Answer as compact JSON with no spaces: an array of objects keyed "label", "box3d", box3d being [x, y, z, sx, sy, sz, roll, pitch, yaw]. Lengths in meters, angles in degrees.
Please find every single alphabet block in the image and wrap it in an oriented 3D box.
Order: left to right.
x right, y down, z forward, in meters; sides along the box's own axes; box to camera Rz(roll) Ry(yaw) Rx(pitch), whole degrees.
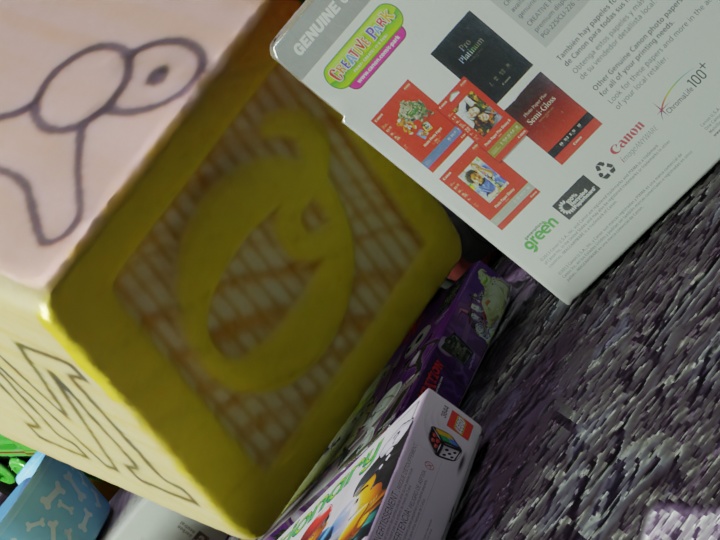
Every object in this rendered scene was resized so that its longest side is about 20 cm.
[{"label":"alphabet block","box3d":[-0.107,-0.019,1.217,0.199,0.197,0.196,18,65,44]}]

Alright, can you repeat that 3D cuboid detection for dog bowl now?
[{"label":"dog bowl","box3d":[-0.204,0.178,1.369,0.200,0.049,0.112,-49,9,27]}]

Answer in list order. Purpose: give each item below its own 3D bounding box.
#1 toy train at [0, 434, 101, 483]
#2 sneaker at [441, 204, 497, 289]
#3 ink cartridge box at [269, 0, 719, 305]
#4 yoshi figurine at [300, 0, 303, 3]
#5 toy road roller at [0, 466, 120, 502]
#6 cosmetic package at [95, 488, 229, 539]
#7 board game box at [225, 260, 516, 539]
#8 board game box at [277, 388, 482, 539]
[{"label":"toy train","box3d":[-0.184,0.091,1.428,0.199,0.056,0.042,-7,45,53]},{"label":"sneaker","box3d":[0.078,-0.083,1.317,0.098,0.071,0.201,-8,55,47]},{"label":"ink cartridge box","box3d":[0.089,-0.117,1.057,0.200,0.175,0.084,-46,11,35]},{"label":"yoshi figurine","box3d":[-0.071,-0.219,1.615,0.200,0.111,0.113,-15,-67,-69]},{"label":"toy road roller","box3d":[-0.125,0.109,1.497,0.200,0.123,0.146,-53,21,13]},{"label":"cosmetic package","box3d":[-0.136,0.187,1.371,0.200,0.074,0.102,-49,8,12]},{"label":"board game box","box3d":[-0.006,0.088,1.235,0.200,0.032,0.120,-45,7,43]},{"label":"board game box","box3d":[-0.030,0.151,1.072,0.200,0.035,0.126,-47,10,33]}]
